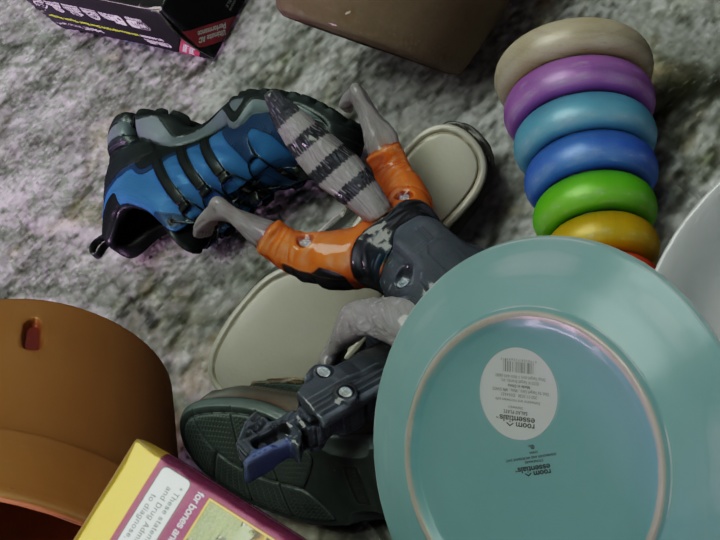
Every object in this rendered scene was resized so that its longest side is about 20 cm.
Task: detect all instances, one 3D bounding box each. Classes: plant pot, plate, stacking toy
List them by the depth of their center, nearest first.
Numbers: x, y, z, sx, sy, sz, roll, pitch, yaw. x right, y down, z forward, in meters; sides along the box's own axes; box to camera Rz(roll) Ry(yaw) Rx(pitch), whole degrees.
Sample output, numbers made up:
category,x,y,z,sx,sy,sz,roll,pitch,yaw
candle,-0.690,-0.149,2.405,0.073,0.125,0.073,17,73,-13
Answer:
category,x,y,z,sx,sy,sz,roll,pitch,yaw
plate,0.081,0.085,0.972,0.199,0.025,0.202,3,95,37
stacking toy,0.122,-0.024,1.104,0.085,0.085,0.201,-21,59,25
plant pot,-0.177,0.110,1.160,0.199,0.200,0.141,-14,48,29
plant pot,0.033,-0.208,1.222,0.200,0.199,0.176,23,97,43

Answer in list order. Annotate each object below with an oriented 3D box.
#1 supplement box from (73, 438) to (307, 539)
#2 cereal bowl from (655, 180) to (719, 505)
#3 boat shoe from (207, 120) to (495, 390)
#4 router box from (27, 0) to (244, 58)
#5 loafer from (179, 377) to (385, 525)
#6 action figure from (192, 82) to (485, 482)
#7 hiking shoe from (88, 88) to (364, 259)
category,x,y,z,sx,sy,sz,roll,pitch,yaw
supplement box,-0.044,0.186,0.991,0.199,0.103,0.131,31,82,17
cereal bowl,0.227,0.035,0.977,0.199,0.083,0.201,-18,54,26
boat shoe,0.000,0.000,1.196,0.200,0.057,0.067,-45,82,10
router box,-0.119,-0.243,1.419,0.149,0.062,0.201,17,74,41
loafer,-0.002,0.091,1.137,0.199,0.072,0.063,8,34,36
action figure,0.002,0.009,1.082,0.200,0.105,0.193,-35,64,-28
hiking shoe,-0.074,-0.050,1.270,0.199,0.074,0.087,-6,67,45
